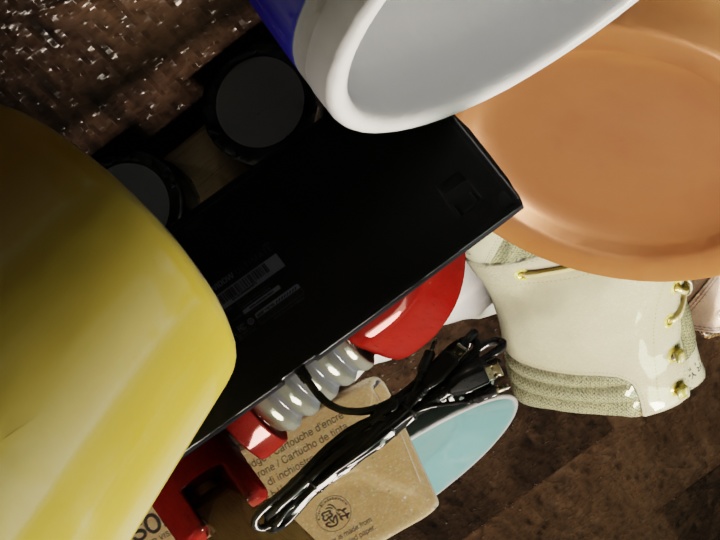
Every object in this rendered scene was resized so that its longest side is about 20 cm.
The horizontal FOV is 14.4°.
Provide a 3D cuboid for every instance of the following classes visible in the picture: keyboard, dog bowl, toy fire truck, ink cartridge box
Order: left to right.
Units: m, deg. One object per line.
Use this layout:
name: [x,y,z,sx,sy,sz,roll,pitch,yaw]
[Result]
ink cartridge box: [-0.089,0.131,1.352,0.200,0.075,0.165,-27,-175,-31]
toy fire truck: [-0.030,0.037,1.058,0.176,0.200,0.129,-38,165,7]
keyboard: [-0.027,0.027,0.998,0.200,0.127,0.021,-36,155,-3]
dog bowl: [0.050,-0.138,0.945,0.200,0.079,0.200,-34,164,-11]

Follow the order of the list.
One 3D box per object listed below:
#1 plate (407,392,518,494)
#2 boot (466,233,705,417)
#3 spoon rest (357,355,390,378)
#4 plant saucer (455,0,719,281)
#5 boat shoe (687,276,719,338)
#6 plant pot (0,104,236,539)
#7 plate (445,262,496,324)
plate: [0.010,0.130,1.749,0.200,0.026,0.200,-33,165,-10]
boot: [0.148,-0.008,1.328,0.199,0.072,0.155,-11,131,13]
spoon rest: [0.000,0.000,1.280,0.099,0.061,0.200,-31,165,-19]
plant saucer: [0.104,-0.057,1.119,0.200,0.200,0.038,122,-12,-54]
boat shoe: [0.175,-0.002,1.463,0.200,0.072,0.072,-40,171,32]
plant pot: [-0.148,0.053,0.909,0.189,0.201,0.201,-48,169,-21]
plate: [0.123,-0.035,1.439,0.200,0.032,0.199,-39,171,25]
